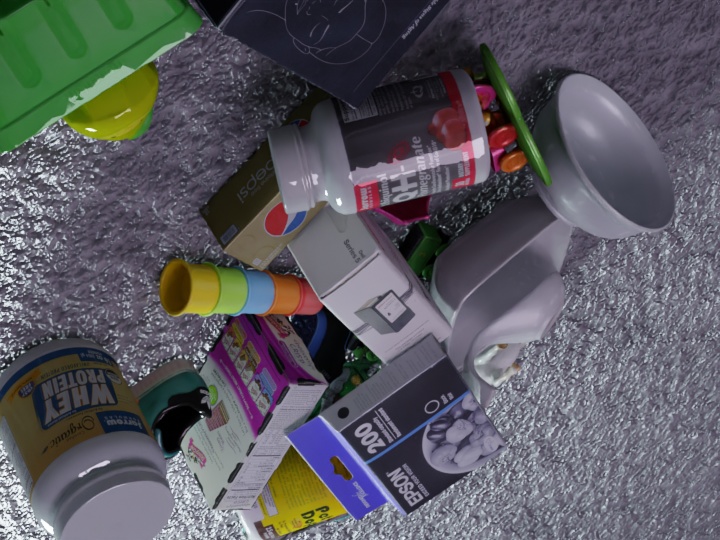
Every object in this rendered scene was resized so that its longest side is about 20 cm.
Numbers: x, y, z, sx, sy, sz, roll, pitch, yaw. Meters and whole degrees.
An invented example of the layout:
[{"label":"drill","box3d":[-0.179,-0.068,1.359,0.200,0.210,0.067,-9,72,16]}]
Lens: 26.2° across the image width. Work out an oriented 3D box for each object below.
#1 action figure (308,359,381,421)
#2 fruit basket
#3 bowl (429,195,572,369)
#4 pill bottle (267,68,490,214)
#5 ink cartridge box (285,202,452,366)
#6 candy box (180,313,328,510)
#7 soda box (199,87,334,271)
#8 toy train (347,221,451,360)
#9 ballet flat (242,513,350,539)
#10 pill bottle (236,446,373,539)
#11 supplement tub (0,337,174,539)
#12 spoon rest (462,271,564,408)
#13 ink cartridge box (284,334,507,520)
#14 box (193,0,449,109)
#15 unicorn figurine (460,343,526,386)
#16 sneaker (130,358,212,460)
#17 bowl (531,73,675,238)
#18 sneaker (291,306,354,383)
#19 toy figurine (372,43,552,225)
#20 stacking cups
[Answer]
[{"label":"action figure","box3d":[-0.036,0.178,1.908,0.118,0.055,0.201,17,115,-43]},{"label":"fruit basket","box3d":[-0.229,-0.172,1.312,0.214,0.156,0.217,-11,121,-18]},{"label":"bowl","box3d":[0.150,0.007,1.807,0.200,0.075,0.200,-39,157,-22]},{"label":"pill bottle","box3d":[0.016,-0.116,1.469,0.198,0.111,0.111,-14,141,-3]},{"label":"ink cartridge box","box3d":[0.000,0.000,1.662,0.084,0.146,0.200,-37,143,5]},{"label":"candy box","box3d":[-0.128,0.152,1.734,0.061,0.137,0.201,7,127,-40]},{"label":"soda box","box3d":[-0.066,-0.098,1.573,0.200,0.064,0.068,-45,142,13]},{"label":"toy train","box3d":[0.039,0.026,1.812,0.056,0.042,0.201,15,121,-35]},{"label":"ballet flat","box3d":[-0.060,0.298,2.007,0.199,0.068,0.069,-25,133,-15]},{"label":"pill bottle","box3d":[-0.051,0.240,1.835,0.198,0.110,0.110,-20,143,3]},{"label":"supplement tub","box3d":[-0.285,0.185,1.593,0.144,0.200,0.145,-21,141,-18]},{"label":"spoon rest","box3d":[0.179,0.073,1.823,0.200,0.060,0.100,-48,165,-36]},{"label":"ink cartridge box","box3d":[0.043,0.191,1.729,0.199,0.044,0.199,-34,135,2]},{"label":"box","box3d":[-0.025,-0.279,1.358,0.200,0.124,0.196,-48,140,15]},{"label":"unicorn figurine","box3d":[0.167,0.104,1.947,0.199,0.074,0.137,-29,175,-27]},{"label":"sneaker","box3d":[-0.251,0.186,1.720,0.200,0.080,0.071,-40,143,6]},{"label":"bowl","box3d":[0.254,-0.112,1.727,0.200,0.203,0.090,12,144,-45]},{"label":"sneaker","box3d":[-0.066,0.126,1.810,0.077,0.070,0.201,8,125,-37]},{"label":"toy figurine","box3d":[0.080,-0.125,1.602,0.183,0.151,0.200,-28,152,4]},{"label":"stacking cups","box3d":[-0.120,0.027,1.667,0.199,0.061,0.061,8,126,-43]}]
